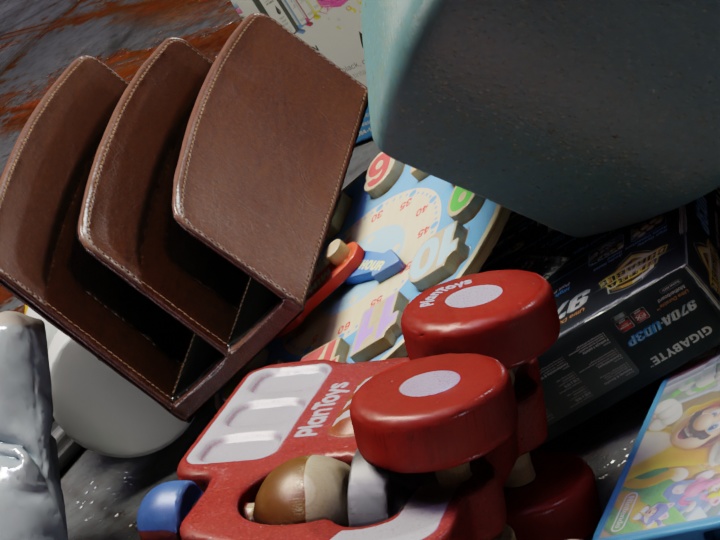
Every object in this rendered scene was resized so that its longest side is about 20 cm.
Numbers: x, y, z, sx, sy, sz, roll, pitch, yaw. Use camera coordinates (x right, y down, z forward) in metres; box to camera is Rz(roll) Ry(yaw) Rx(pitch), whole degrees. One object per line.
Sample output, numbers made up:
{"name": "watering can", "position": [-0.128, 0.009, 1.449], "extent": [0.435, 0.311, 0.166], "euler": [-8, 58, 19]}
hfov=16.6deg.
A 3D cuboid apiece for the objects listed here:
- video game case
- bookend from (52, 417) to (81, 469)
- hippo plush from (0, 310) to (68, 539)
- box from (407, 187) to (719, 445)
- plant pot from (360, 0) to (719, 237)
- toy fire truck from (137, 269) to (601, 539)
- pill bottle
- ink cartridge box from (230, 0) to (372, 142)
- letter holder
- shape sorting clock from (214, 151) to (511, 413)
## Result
{"name": "video game case", "position": [0.200, 0.055, 1.007], "extent": [0.199, 0.018, 0.143], "euler": [-16, 27, 35]}
{"name": "bookend", "position": [-0.292, 0.055, 1.429], "extent": [0.200, 0.199, 0.092], "euler": [-9, 30, 43]}
{"name": "hippo plush", "position": [-0.226, 0.123, 1.216], "extent": [0.160, 0.160, 0.201], "euler": [-6, 60, -8]}
{"name": "box", "position": [0.082, 0.022, 1.169], "extent": [0.200, 0.046, 0.159], "euler": [-32, 21, 20]}
{"name": "plant pot", "position": [0.099, -0.133, 1.106], "extent": [0.200, 0.196, 0.196], "euler": [-56, 23, 30]}
{"name": "toy fire truck", "position": [0.000, 0.085, 1.021], "extent": [0.167, 0.113, 0.200], "euler": [-7, 20, 20]}
{"name": "pill bottle", "position": [-0.134, 0.024, 1.396], "extent": [0.113, 0.113, 0.200], "euler": [-30, 22, 6]}
{"name": "ink cartridge box", "position": [0.005, -0.211, 1.579], "extent": [0.147, 0.200, 0.145], "euler": [-20, 25, 30]}
{"name": "letter holder", "position": [-0.093, -0.051, 1.247], "extent": [0.101, 0.142, 0.200], "euler": [-43, 18, 33]}
{"name": "shape sorting clock", "position": [0.000, 0.000, 1.210], "extent": [0.200, 0.039, 0.200], "euler": [-38, 27, 23]}
